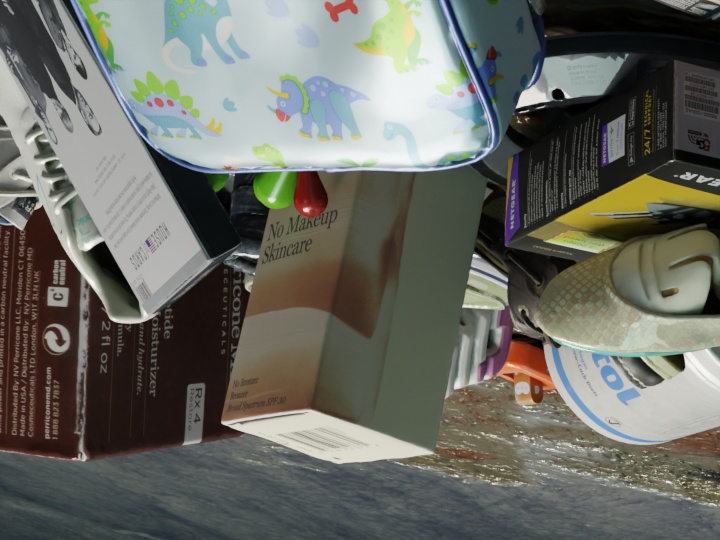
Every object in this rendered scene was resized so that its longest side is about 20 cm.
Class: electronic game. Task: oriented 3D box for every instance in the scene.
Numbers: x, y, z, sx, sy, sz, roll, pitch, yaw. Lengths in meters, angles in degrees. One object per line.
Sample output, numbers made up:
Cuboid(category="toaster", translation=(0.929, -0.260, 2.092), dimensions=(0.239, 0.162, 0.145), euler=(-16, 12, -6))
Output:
Cuboid(category="electronic game", translation=(0.136, -0.078, 0.998), dimensions=(0.199, 0.042, 0.200), euler=(4, 164, 1))

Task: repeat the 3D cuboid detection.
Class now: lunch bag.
Cuboid(category="lunch bag", translation=(-0.027, -0.124, 0.817), dimensions=(0.200, 0.083, 0.161), euler=(1, 132, 34))

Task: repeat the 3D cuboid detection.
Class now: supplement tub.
Cuboid(category="supplement tub", translation=(0.204, 0.029, 1.149), dimensions=(0.132, 0.132, 0.200), euler=(16, 162, -13))

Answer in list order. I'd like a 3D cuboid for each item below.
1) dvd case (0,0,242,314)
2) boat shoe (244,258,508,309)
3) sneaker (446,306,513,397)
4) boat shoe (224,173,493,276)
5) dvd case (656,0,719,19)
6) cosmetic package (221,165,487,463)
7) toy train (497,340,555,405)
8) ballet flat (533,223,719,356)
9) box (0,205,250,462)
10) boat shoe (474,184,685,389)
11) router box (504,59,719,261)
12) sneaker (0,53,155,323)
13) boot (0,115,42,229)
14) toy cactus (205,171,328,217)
Cuboid(category="dvd case", translation=(-0.134, -0.080, 0.977), dimensions=(0.025, 0.200, 0.150), euler=(-30, 179, -21))
Cuboid(category="boat shoe", translation=(0.016, 0.005, 1.322), dimensions=(0.199, 0.062, 0.072), euler=(10, 163, 4))
Cuboid(category="sneaker", translation=(0.026, 0.057, 1.368), dimensions=(0.088, 0.081, 0.200), euler=(22, -153, 30))
Cuboid(category="boat shoe", translation=(0.010, -0.018, 1.200), dimensions=(0.200, 0.091, 0.071), euler=(16, 163, -13))
Cuboid(category="dvd case", translation=(0.133, -0.162, 0.766), dimensions=(0.146, 0.022, 0.200), euler=(17, 164, -17))
Cuboid(category="cosmetic package", translation=(0.000, 0.000, 1.079), dimensions=(0.087, 0.200, 0.103), euler=(22, 159, -29))
Cuboid(category="toy train", translation=(0.069, 0.083, 1.554), dimensions=(0.150, 0.056, 0.200), euler=(26, 158, -38))
Cuboid(category="ballet flat", translation=(0.183, 0.002, 0.920), dimensions=(0.199, 0.068, 0.062), euler=(-1, 136, 4))
Cuboid(category="box", translation=(-0.193, 0.034, 1.297), dimensions=(0.164, 0.166, 0.200), euler=(3, -179, 28))
Cuboid(category="boat shoe", translation=(0.114, 0.014, 1.066), dimensions=(0.073, 0.065, 0.200), euler=(43, -172, -32))
Cuboid(category="router box", translation=(0.196, -0.037, 0.957), dimensions=(0.200, 0.052, 0.157), euler=(11, 162, -22))
Cuboid(category="sneaker", translation=(-0.155, -0.059, 1.091), dimensions=(0.070, 0.080, 0.201), euler=(-22, 117, 9))
Cuboid(category="boot", translation=(-0.189, -0.068, 1.169), dimensions=(0.200, 0.096, 0.074), euler=(3, 162, 27))
Cuboid(category="toy cactus", translation=(-0.041, -0.095, 0.983), dimensions=(0.165, 0.102, 0.200), euler=(-11, 134, 12))
